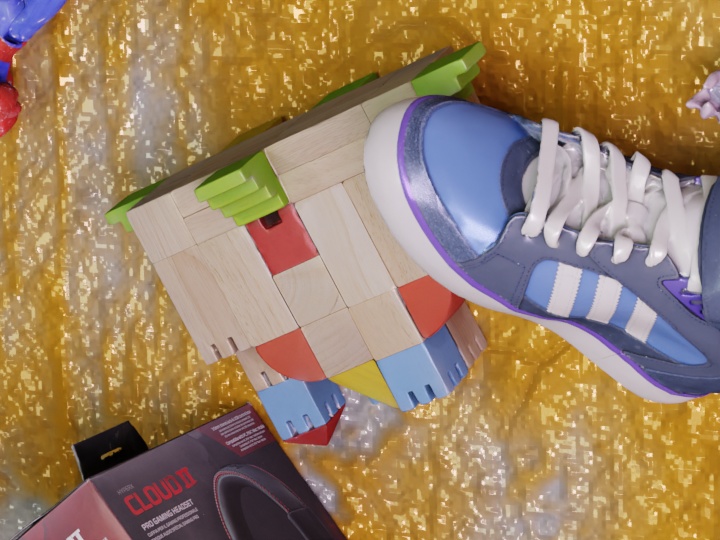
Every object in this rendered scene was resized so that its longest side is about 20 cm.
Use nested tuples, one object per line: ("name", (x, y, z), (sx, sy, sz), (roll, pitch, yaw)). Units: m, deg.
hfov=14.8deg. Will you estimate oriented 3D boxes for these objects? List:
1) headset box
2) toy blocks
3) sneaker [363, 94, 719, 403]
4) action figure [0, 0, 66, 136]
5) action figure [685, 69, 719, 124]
("headset box", (-0.059, 0.154, 1.193), (0.075, 0.148, 0.200), (-40, 81, 26))
("toy blocks", (0.000, 0.000, 1.175), (0.199, 0.100, 0.137), (-23, 101, 28))
("sneaker", (0.117, -0.022, 1.054), (0.200, 0.081, 0.146), (34, 144, -29))
("action figure", (-0.165, -0.119, 1.224), (0.065, 0.099, 0.200), (42, 118, 13))
("action figure", (0.181, -0.125, 1.043), (0.148, 0.134, 0.200), (-30, 57, -4))
